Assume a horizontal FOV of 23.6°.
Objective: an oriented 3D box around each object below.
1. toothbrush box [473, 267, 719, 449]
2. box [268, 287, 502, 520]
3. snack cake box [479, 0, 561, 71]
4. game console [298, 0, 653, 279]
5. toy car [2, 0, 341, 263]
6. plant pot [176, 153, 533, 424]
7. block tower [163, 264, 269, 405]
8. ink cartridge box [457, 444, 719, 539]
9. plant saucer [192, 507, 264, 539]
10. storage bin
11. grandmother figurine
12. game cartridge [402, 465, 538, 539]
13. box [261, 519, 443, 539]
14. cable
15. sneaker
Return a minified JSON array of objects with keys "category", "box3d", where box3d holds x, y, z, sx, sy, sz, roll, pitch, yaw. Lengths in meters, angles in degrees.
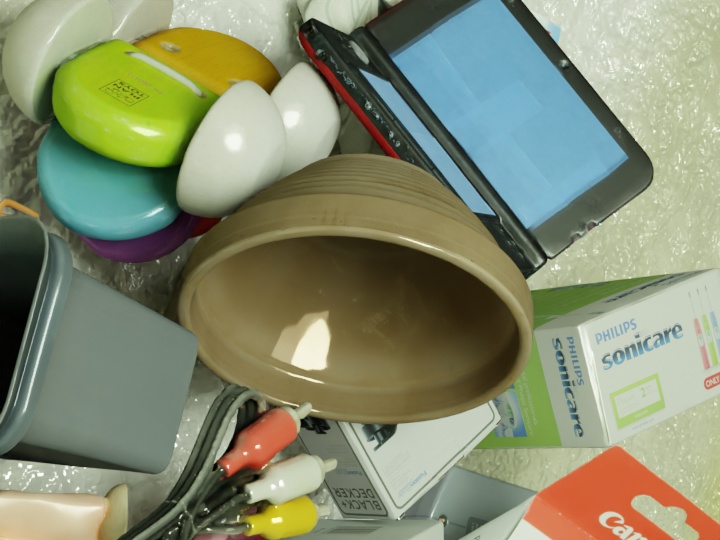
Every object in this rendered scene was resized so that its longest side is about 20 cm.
[{"category":"toothbrush box","box3d":[0.139,0.063,1.195,0.145,0.200,0.087,-18,95,-39]},{"category":"box","box3d":[-0.004,0.047,1.106,0.117,0.060,0.201,-40,108,-34]},{"category":"snack cake box","box3d":[0.064,-0.083,1.209,0.067,0.115,0.201,24,70,-32]},{"category":"game console","box3d":[0.078,-0.104,1.092,0.200,0.119,0.172,52,11,8]},{"category":"toy car","box3d":[-0.123,-0.078,1.043,0.174,0.151,0.200,30,22,11]},{"category":"plant pot","box3d":[0.000,0.000,0.979,0.200,0.200,0.093,31,48,-31]},{"category":"block tower","box3d":[-0.038,0.067,1.150,0.200,0.054,0.058,34,66,-29]},{"category":"ink cartridge box","box3d":[0.142,0.215,1.142,0.162,0.200,0.057,37,38,-28]},{"category":"plant saucer","box3d":[-0.087,0.237,1.042,0.200,0.051,0.202,-2,90,-75]},{"category":"storage bin","box3d":[-0.191,0.044,0.955,0.134,0.199,0.146,27,70,-44]},{"category":"grandmother figurine","box3d":[-0.232,0.136,0.955,0.199,0.122,0.061,7,49,-16]},{"category":"game cartridge","box3d":[0.074,0.245,1.226,0.133,0.040,0.201,23,70,-37]},{"category":"box","box3d":[-0.005,0.261,1.063,0.124,0.097,0.201,7,82,-75]},{"category":"cable","box3d":[-0.082,0.128,0.950,0.200,0.050,0.098,-31,113,-56]},{"category":"sneaker","box3d":[-0.008,-0.148,1.195,0.081,0.075,0.201,7,71,-29]}]
